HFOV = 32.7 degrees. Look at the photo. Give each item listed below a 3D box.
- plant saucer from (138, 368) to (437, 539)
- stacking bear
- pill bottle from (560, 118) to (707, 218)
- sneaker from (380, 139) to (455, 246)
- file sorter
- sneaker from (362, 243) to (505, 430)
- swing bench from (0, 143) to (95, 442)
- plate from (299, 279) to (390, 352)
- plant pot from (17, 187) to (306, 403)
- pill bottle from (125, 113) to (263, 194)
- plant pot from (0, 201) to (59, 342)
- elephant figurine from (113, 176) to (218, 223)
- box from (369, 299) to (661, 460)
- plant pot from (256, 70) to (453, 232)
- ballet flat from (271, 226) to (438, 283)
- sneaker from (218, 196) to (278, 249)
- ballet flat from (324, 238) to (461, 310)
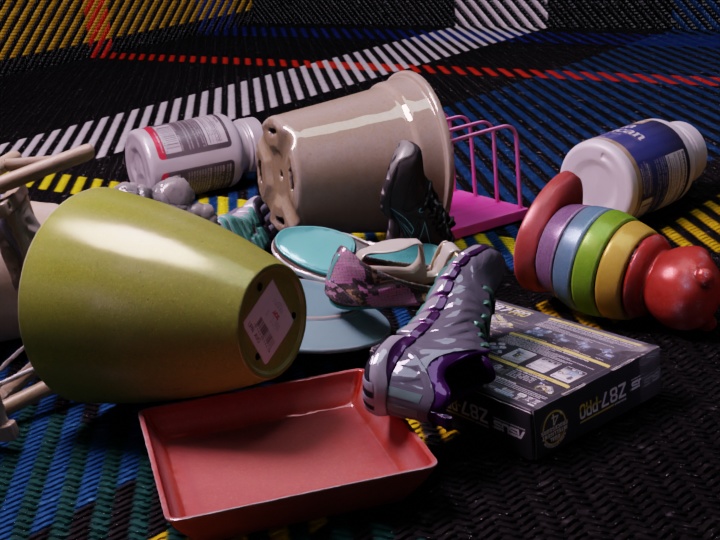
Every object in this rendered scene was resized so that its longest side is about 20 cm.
[{"bbox_3d":[-0.062,0.142,0.944,0.197,0.037,0.200,-9,18,-14],"label":"plant saucer"},{"bbox_3d":[0.259,-0.003,1.195,0.198,0.123,0.113,22,45,38],"label":"stacking bear"},{"bbox_3d":[0.348,-0.127,1.536,0.110,0.113,0.198,13,25,43],"label":"pill bottle"},{"bbox_3d":[0.066,-0.064,1.321,0.078,0.201,0.076,14,57,13],"label":"sneaker"},{"bbox_3d":[0.099,-0.131,1.590,0.137,0.127,0.199,-16,21,-31],"label":"file sorter"},{"bbox_3d":[0.085,0.057,0.985,0.087,0.075,0.200,18,46,28],"label":"sneaker"},{"bbox_3d":[-0.315,0.016,1.098,0.128,0.202,0.199,-1,22,37],"label":"swing bench"},{"bbox_3d":[-0.067,0.037,1.209,0.197,0.026,0.200,6,16,-2],"label":"plate"},{"bbox_3d":[-0.149,0.032,1.030,0.198,0.190,0.186,7,21,33],"label":"plant pot"},{"bbox_3d":[-0.241,-0.171,1.828,0.198,0.113,0.110,-15,20,-28],"label":"pill bottle"},{"bbox_3d":[-0.394,0.001,1.258,0.181,0.204,0.200,-2,14,-34],"label":"plant pot"},{"bbox_3d":[-0.231,-0.023,1.315,0.153,0.144,0.199,-14,3,-25],"label":"elephant figurine"},{"bbox_3d":[0.129,0.085,1.048,0.160,0.050,0.199,-22,24,-35],"label":"box"},{"bbox_3d":[-0.016,-0.122,1.433,0.181,0.204,0.200,-9,18,-24],"label":"plant pot"},{"bbox_3d":[0.000,0.000,1.318,0.197,0.071,0.069,7,20,15],"label":"ballet flat"},{"bbox_3d":[-0.162,-0.025,1.445,0.087,0.075,0.200,-23,8,20],"label":"sneaker"},{"bbox_3d":[0.058,0.005,1.196,0.197,0.072,0.069,5,20,-28],"label":"ballet flat"}]
